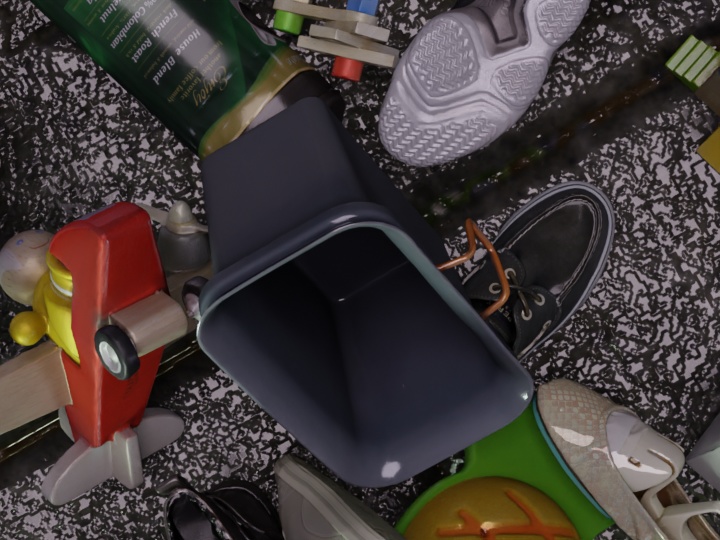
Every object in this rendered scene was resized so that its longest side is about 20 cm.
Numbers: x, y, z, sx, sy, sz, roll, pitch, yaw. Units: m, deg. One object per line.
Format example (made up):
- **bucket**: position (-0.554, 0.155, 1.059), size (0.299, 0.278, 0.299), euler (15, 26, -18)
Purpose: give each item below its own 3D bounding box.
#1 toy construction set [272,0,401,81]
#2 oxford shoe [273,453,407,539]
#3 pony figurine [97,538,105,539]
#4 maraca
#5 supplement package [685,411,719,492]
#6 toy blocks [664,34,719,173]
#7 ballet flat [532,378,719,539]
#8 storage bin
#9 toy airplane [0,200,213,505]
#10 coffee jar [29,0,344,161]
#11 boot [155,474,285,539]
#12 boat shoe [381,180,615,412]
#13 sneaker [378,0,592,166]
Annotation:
- **toy construction set**: position (-0.005, -0.209, 1.164), size (0.131, 0.092, 0.200), euler (14, 78, 2)
- **oxford shoe**: position (-0.019, 0.152, 1.096), size (0.075, 0.200, 0.058), euler (33, 90, -18)
- **pony figurine**: position (-0.245, 0.234, 1.142), size (0.200, 0.167, 0.193), euler (35, 122, -1)
- **maraca**: position (0.082, 0.174, 1.141), size (0.137, 0.107, 0.200), euler (34, 65, -14)
- **supplement package**: position (0.309, 0.124, 1.114), size (0.200, 0.117, 0.117), euler (40, 78, 2)
- **toy blocks**: position (0.274, -0.078, 1.120), size (0.200, 0.137, 0.100), euler (43, 90, 2)
- **ballet flat**: position (0.181, 0.136, 1.149), size (0.062, 0.067, 0.200), euler (-32, 98, 34)
- **storage bin**: position (0.000, 0.000, 1.076), size (0.145, 0.200, 0.134), euler (-30, 46, 13)
- **toy airplane**: position (-0.160, 0.039, 1.124), size (0.199, 0.200, 0.141), euler (-47, 70, 11)
- **coffee jar**: position (-0.101, -0.130, 1.153), size (0.200, 0.104, 0.085), euler (42, 98, 3)
- **boot**: position (-0.055, 0.203, 1.107), size (0.069, 0.174, 0.200), euler (-33, 87, 1)
- **boat shoe**: position (0.083, 0.029, 1.165), size (0.069, 0.057, 0.200), euler (40, 91, 3)
- **sneaker**: position (0.083, -0.146, 1.143), size (0.075, 0.114, 0.200), euler (38, 96, -7)
